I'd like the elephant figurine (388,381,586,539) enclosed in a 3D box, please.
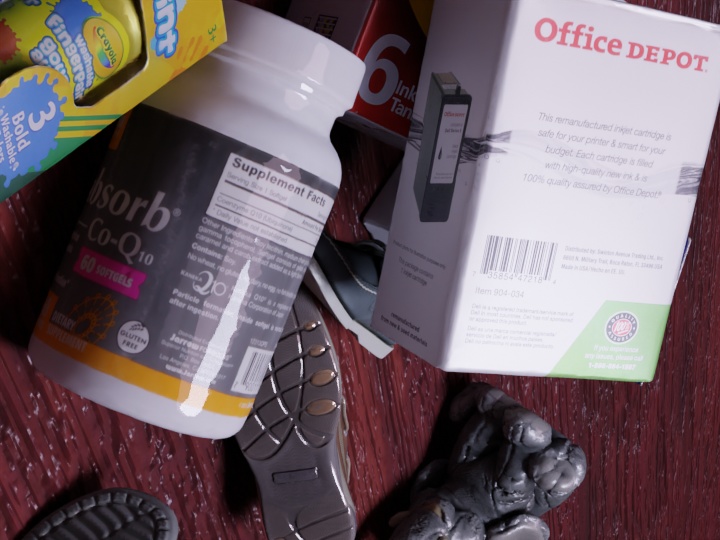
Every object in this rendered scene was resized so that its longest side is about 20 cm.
[{"bbox_3d":[0.087,0.201,1.181,0.200,0.155,0.142,-55,-165,-2],"label":"elephant figurine"}]

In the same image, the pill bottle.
[{"bbox_3d":[-0.077,-0.027,0.712,0.116,0.116,0.200,23,89,-62],"label":"pill bottle"}]

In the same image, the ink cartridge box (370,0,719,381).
[{"bbox_3d":[0.103,-0.048,0.779,0.145,0.084,0.200,6,101,-28],"label":"ink cartridge box"}]

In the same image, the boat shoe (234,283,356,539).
[{"bbox_3d":[-0.044,0.093,0.920,0.072,0.076,0.200,-87,174,-64],"label":"boat shoe"}]

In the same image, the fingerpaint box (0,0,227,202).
[{"bbox_3d":[-0.139,-0.146,0.562,0.167,0.073,0.200,-44,144,-38],"label":"fingerpaint box"}]

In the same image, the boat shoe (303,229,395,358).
[{"bbox_3d":[0.000,0.000,0.898,0.062,0.073,0.200,-39,157,1],"label":"boat shoe"}]

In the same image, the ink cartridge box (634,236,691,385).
[{"bbox_3d":[0.124,-0.007,0.913,0.037,0.200,0.095,9,103,-32],"label":"ink cartridge box"}]

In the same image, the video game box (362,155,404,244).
[{"bbox_3d":[0.091,-0.060,1.060,0.200,0.047,0.182,-57,148,-19],"label":"video game box"}]

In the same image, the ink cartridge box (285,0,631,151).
[{"bbox_3d":[0.068,-0.149,0.838,0.200,0.084,0.176,20,91,-37],"label":"ink cartridge box"}]

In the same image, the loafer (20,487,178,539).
[{"bbox_3d":[-0.172,0.203,0.771,0.200,0.075,0.070,-49,159,-23],"label":"loafer"}]
